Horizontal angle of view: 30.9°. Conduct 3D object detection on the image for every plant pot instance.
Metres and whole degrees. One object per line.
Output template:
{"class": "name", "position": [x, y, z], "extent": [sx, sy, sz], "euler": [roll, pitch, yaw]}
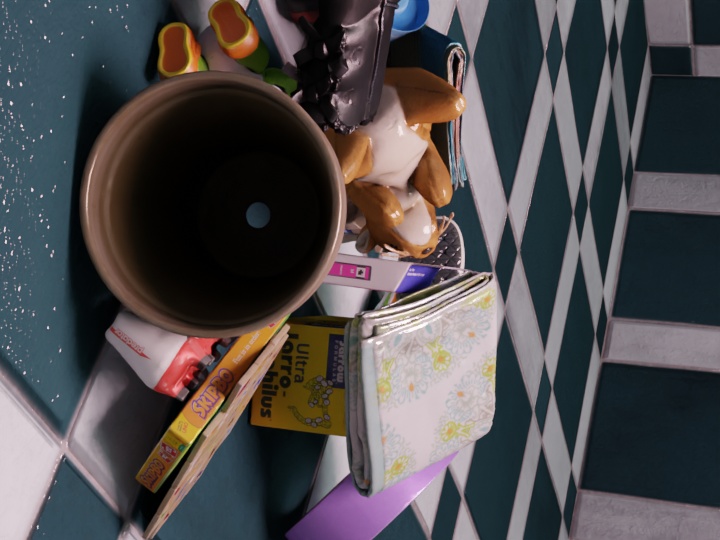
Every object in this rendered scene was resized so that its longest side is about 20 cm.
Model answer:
{"class": "plant pot", "position": [-0.098, -0.048, 1.040], "extent": [0.174, 0.200, 0.200], "euler": [2, 92, -80]}

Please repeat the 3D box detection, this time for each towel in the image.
{"class": "towel", "position": [0.063, -0.181, 1.323], "extent": [0.200, 0.022, 0.147], "euler": [-128, -148, -62]}
{"class": "towel", "position": [0.063, 0.109, 1.269], "extent": [0.171, 0.048, 0.200], "euler": [-20, 124, -31]}

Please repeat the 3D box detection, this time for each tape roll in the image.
{"class": "tape roll", "position": [0.013, 0.239, 1.400], "extent": [0.200, 0.066, 0.200], "euler": [-43, 175, -5]}

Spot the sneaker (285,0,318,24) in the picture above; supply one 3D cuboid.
{"class": "sneaker", "position": [-0.021, -0.258, 1.368], "extent": [0.200, 0.071, 0.098], "euler": [-25, 116, -69]}

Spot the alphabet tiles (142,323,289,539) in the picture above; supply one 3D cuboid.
{"class": "alphabet tiles", "position": [-0.121, 0.138, 1.107], "extent": [0.200, 0.006, 0.166], "euler": [-58, 176, 32]}

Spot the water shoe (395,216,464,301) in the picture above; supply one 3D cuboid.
{"class": "water shoe", "position": [0.070, 0.042, 1.401], "extent": [0.079, 0.071, 0.200], "euler": [78, 19, -80]}

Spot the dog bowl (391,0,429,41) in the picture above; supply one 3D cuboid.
{"class": "dog bowl", "position": [-0.013, -0.307, 1.276], "extent": [0.111, 0.050, 0.200], "euler": [-25, 82, -47]}

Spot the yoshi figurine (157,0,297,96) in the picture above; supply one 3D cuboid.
{"class": "yoshi figurine", "position": [-0.101, -0.138, 1.140], "extent": [0.112, 0.112, 0.200], "euler": [-62, 156, -15]}

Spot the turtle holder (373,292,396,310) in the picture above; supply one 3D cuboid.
{"class": "turtle holder", "position": [0.075, 0.099, 1.616], "extent": [0.186, 0.141, 0.132], "euler": [58, 22, -45]}

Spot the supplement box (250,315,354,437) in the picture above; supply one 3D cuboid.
{"class": "supplement box", "position": [-0.025, 0.107, 1.376], "extent": [0.200, 0.109, 0.109], "euler": [3, 91, -71]}

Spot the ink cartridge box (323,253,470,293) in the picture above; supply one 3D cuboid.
{"class": "ink cartridge box", "position": [0.000, 0.000, 1.290], "extent": [0.095, 0.200, 0.037], "euler": [6, 89, -69]}

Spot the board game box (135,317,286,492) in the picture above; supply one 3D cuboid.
{"class": "board game box", "position": [-0.113, 0.091, 1.090], "extent": [0.200, 0.030, 0.096], "euler": [-51, 179, -42]}

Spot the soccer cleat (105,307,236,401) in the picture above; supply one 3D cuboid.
{"class": "soccer cleat", "position": [-0.156, 0.055, 1.070], "extent": [0.069, 0.085, 0.200], "euler": [-53, -179, 5]}

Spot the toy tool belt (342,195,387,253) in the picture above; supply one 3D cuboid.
{"class": "toy tool belt", "position": [0.006, -0.081, 1.398], "extent": [0.200, 0.123, 0.125], "euler": [-9, 98, -69]}

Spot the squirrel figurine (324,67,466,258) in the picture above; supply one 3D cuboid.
{"class": "squirrel figurine", "position": [0.013, -0.105, 1.258], "extent": [0.141, 0.200, 0.187], "euler": [-38, 140, -12]}

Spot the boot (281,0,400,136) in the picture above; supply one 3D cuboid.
{"class": "boot", "position": [0.011, -0.209, 1.094], "extent": [0.198, 0.073, 0.163], "euler": [-33, 138, -51]}
